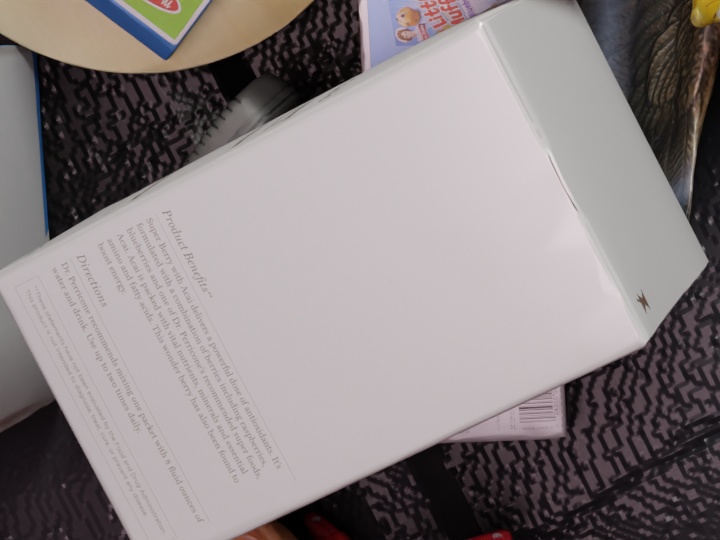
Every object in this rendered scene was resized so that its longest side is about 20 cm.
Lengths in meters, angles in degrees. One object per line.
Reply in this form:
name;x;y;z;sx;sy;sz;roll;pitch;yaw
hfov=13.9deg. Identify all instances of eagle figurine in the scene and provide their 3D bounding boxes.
eagle figurine;0.142;-0.112;1.058;0.152;0.151;0.201;31;146;46

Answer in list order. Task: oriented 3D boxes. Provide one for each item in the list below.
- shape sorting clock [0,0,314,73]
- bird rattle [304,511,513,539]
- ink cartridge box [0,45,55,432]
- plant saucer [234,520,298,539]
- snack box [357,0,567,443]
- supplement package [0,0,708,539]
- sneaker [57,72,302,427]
shape sorting clock;-0.088;-0.174;1.125;0.199;0.039;0.201;0;101;2
bird rattle;0.002;0.195;1.115;0.112;0.163;0.200;23;114;-11
ink cartridge box;-0.235;-0.007;1.131;0.199;0.145;0.148;-2;97;13
plant saucer;-0.057;0.187;1.089;0.037;0.200;0.201;17;106;-27
snack box;0.039;-0.035;1.123;0.072;0.024;0.201;-2;100;5
supplement package;0.000;0.000;1.026;0.199;0.120;0.122;-26;94;21
sneaker;-0.045;0.031;1.143;0.104;0.060;0.200;33;110;7
